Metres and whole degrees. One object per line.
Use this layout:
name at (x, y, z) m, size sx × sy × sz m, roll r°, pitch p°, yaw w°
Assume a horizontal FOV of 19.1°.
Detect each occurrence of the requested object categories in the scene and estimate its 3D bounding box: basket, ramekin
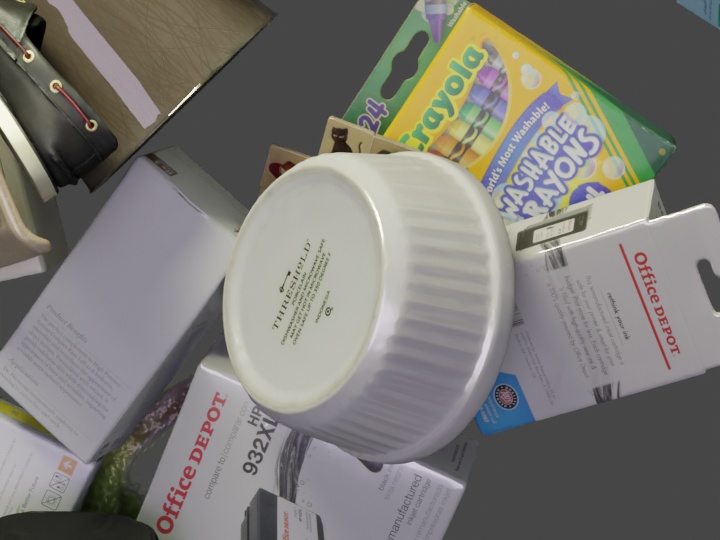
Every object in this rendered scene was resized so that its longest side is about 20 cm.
basket at (-0.183, -0.181, 1.401) m, size 0.200 × 0.136 × 0.180 m, roll 46°, pitch 63°, yaw -6°
ramekin at (-0.003, 0.018, 1.350) m, size 0.202 × 0.094 × 0.204 m, roll -14°, pitch 72°, yaw 46°

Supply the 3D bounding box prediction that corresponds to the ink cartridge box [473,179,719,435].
ink cartridge box at (0.153, 0.020, 1.391) m, size 0.199 × 0.067 × 0.116 m, roll -17°, pitch 111°, yaw 18°

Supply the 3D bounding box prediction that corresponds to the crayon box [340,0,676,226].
crayon box at (0.096, -0.090, 1.442) m, size 0.199 × 0.052 × 0.126 m, roll 34°, pitch 102°, yaw 1°

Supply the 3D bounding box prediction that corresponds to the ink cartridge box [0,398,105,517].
ink cartridge box at (-0.312, 0.175, 1.545) m, size 0.199 × 0.047 × 0.198 m, roll 27°, pitch 103°, yaw 4°

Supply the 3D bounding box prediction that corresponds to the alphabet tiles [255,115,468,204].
alphabet tiles at (0.000, 0.000, 1.462) m, size 0.166 × 0.006 × 0.201 m, roll 21°, pitch 118°, yaw 8°

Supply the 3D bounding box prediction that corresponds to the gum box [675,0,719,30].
gum box at (0.322, -0.183, 1.309) m, size 0.200 × 0.045 × 0.170 m, roll 36°, pitch 78°, yaw 20°

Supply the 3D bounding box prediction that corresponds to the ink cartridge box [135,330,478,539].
ink cartridge box at (-0.039, 0.152, 1.478) m, size 0.199 × 0.084 × 0.146 m, roll 24°, pitch 109°, yaw 2°

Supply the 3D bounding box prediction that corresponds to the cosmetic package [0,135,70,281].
cosmetic package at (-0.279, -0.090, 1.479) m, size 0.103 × 0.073 × 0.201 m, roll -12°, pitch 98°, yaw 9°

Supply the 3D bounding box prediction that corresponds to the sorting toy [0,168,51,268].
sorting toy at (-0.274, -0.089, 1.356) m, size 0.036 × 0.185 × 0.201 m, roll -29°, pitch 97°, yaw -22°

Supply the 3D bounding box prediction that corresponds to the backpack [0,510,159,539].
backpack at (-0.179, 0.260, 1.471) m, size 0.162 × 0.154 × 0.201 m, roll 0°, pitch 111°, yaw 27°

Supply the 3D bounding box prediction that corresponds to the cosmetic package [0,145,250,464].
cosmetic package at (-0.157, 0.024, 1.467) m, size 0.102 × 0.074 × 0.200 m, roll 41°, pitch 108°, yaw 7°

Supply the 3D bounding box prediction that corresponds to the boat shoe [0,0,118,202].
boat shoe at (-0.223, -0.139, 1.322) m, size 0.063 × 0.074 × 0.202 m, roll -34°, pitch 78°, yaw -8°
